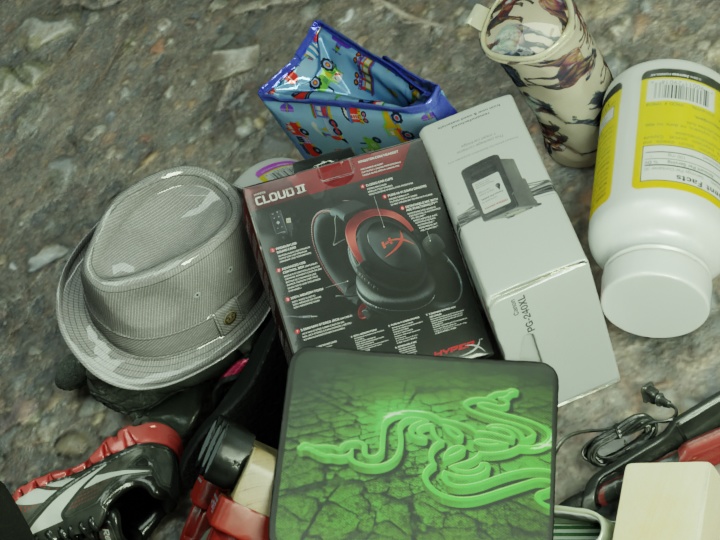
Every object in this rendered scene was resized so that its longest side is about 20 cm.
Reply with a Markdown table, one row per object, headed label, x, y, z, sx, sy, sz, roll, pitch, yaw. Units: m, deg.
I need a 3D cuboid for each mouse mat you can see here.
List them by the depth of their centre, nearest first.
| label | x | y | z | sx | sy | sz | roll | pitch | yaw |
| --- | --- | --- | --- | --- | --- | --- | --- | --- | --- |
| mouse mat | 0.039 | 0.130 | 1.288 | 0.198 | 0.008 | 0.162 | 4 | 60 | 3 |

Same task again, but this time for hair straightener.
| label | x | y | z | sx | sy | sz | roll | pitch | yaw |
| --- | --- | --- | --- | --- | --- | --- | --- | --- | --- |
| hair straightener | 0.215 | 0.123 | 1.322 | 0.199 | 0.041 | 0.077 | -30 | 43 | 15 |

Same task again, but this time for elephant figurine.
| label | x | y | z | sx | sy | sz | roll | pitch | yaw |
| --- | --- | --- | --- | --- | --- | --- | --- | --- | --- |
| elephant figurine | -0.179 | 0.078 | 1.570 | 0.200 | 0.155 | 0.142 | -44 | 82 | 8 |

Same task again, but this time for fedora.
| label | x | y | z | sx | sy | sz | roll | pitch | yaw |
| --- | --- | --- | --- | --- | --- | --- | --- | --- | --- |
| fedora | -0.159 | -0.010 | 1.464 | 0.199 | 0.091 | 0.177 | -31 | 61 | -11 |

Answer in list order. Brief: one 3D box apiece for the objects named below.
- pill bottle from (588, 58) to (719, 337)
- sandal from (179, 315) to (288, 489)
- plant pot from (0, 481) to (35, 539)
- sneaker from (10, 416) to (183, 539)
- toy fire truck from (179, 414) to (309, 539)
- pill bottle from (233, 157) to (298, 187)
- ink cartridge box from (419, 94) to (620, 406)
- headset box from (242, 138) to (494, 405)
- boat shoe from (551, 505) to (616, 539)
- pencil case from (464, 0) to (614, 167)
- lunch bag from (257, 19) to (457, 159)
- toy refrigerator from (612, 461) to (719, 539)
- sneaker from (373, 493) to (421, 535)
| label | x | y | z | sx | sy | sz | roll | pitch | yaw |
| --- | --- | --- | --- | --- | --- | --- | --- | --- | --- |
| pill bottle | 0.232 | -0.054 | 1.397 | 0.110 | 0.111 | 0.201 | -9 | 50 | 27 |
| sandal | -0.082 | 0.096 | 1.479 | 0.201 | 0.075 | 0.045 | -57 | 38 | 17 |
| plant pot | -0.368 | 0.251 | 1.447 | 0.200 | 0.199 | 0.178 | -38 | 42 | 22 |
| sneaker | -0.231 | 0.207 | 1.517 | 0.199 | 0.071 | 0.098 | -31 | 41 | 6 |
| toy fire truck | -0.088 | 0.228 | 1.370 | 0.201 | 0.128 | 0.176 | -66 | 7 | -5 |
| pill bottle | -0.032 | -0.011 | 1.542 | 0.104 | 0.104 | 0.200 | -43 | 43 | -5 |
| ink cartridge box | 0.123 | -0.011 | 1.406 | 0.083 | 0.146 | 0.201 | -21 | 45 | 2 |
| headset box | 0.000 | 0.000 | 1.395 | 0.147 | 0.075 | 0.202 | -16 | 75 | -8 |
| boat shoe | 0.102 | 0.194 | 1.312 | 0.198 | 0.062 | 0.072 | -9 | 51 | 29 |
| pencil case | 0.159 | -0.156 | 1.478 | 0.089 | 0.200 | 0.078 | 29 | 80 | 32 |
| lunch bag | 0.034 | -0.113 | 1.548 | 0.199 | 0.151 | 0.094 | 23 | 69 | 43 |
| toy refrigerator | 0.198 | 0.233 | 1.207 | 0.069 | 0.076 | 0.201 | -5 | 53 | 31 |
| sneaker | 0.032 | 0.155 | 1.367 | 0.077 | 0.073 | 0.201 | -20 | 26 | 13 |
